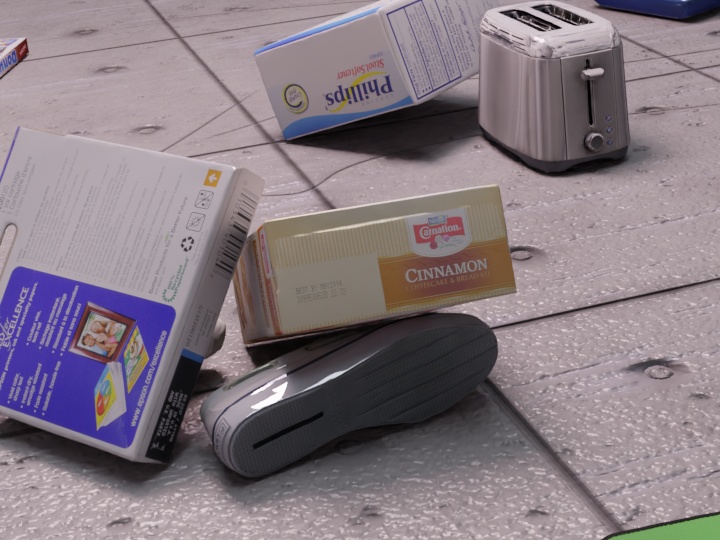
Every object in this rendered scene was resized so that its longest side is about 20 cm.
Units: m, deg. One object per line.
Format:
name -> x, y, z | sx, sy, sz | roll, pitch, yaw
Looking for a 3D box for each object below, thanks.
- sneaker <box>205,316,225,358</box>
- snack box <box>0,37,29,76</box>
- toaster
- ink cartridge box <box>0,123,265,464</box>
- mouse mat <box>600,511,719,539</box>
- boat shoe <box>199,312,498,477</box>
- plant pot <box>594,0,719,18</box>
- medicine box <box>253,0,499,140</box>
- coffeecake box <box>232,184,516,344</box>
sneaker -> -0.168, 0.027, 1.021 | 0.099, 0.078, 0.200 | -13, 34, -33
snack box -> -0.490, -0.261, 1.764 | 0.072, 0.024, 0.200 | -2, 24, 7
toaster -> 0.183, -0.186, 1.349 | 0.113, 0.129, 0.200 | -11, 25, -16
ink cartridge box -> -0.180, 0.010, 0.922 | 0.200, 0.199, 0.043 | 14, -10, 31
mouse mat -> 0.240, 0.164, 0.707 | 0.200, 0.008, 0.161 | -8, 24, -10
boat shoe -> -0.010, 0.065, 0.887 | 0.200, 0.074, 0.067 | -17, 32, -23
plant pot -> 0.414, -0.439, 1.812 | 0.200, 0.180, 0.200 | -23, 30, -37
medicine box -> 0.026, -0.227, 1.436 | 0.182, 0.103, 0.200 | -11, 15, 41
coffeecake box -> 0.000, 0.000, 0.936 | 0.153, 0.073, 0.200 | -9, -3, -12
